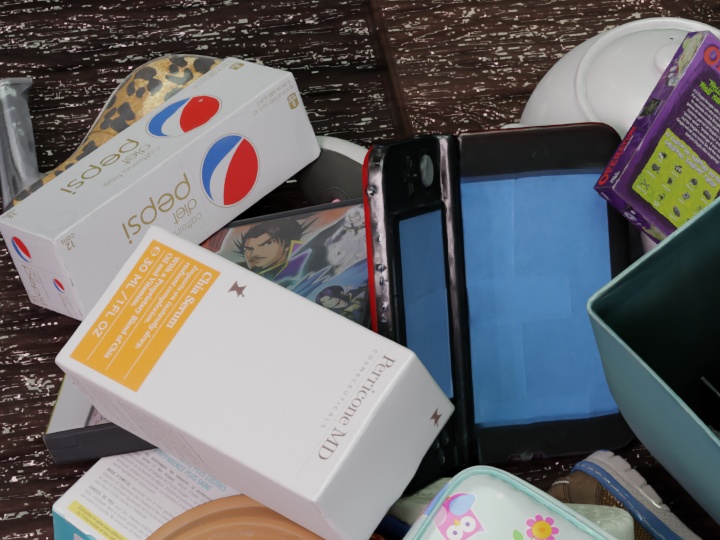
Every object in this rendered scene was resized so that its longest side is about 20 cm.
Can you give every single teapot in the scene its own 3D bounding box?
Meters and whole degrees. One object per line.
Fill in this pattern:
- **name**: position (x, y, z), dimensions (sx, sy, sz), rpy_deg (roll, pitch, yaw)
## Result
- **teapot**: position (0.195, -0.090, 1.842), dimensions (0.196, 0.146, 0.201), rpy_deg (15, 52, 7)

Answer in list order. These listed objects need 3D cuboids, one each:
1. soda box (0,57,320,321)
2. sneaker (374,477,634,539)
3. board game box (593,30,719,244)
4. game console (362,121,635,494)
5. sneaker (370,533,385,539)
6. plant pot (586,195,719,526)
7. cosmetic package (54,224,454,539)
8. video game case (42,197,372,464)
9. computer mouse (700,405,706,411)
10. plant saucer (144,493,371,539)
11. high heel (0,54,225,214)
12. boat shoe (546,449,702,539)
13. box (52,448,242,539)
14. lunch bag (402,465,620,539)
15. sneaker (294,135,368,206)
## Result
- **soda box**: position (-0.122, -0.052, 1.794), dimensions (0.200, 0.064, 0.068), rpy_deg (-38, 33, -27)
- **sneaker**: position (0.072, 0.183, 1.668), dimensions (0.199, 0.112, 0.077), rpy_deg (6, 10, 40)
- **board game box**: position (0.244, -0.038, 1.775), dimensions (0.200, 0.032, 0.120), rpy_deg (40, 77, -22)
- **game console**: position (0.084, 0.019, 1.702), dimensions (0.118, 0.172, 0.201), rpy_deg (-3, 95, 18)
- **sneaker**: position (0.023, 0.241, 1.636), dimensions (0.073, 0.077, 0.201), rpy_deg (-2, 57, -53)
- **plant pot**: position (0.231, 0.070, 1.679), dimensions (0.141, 0.200, 0.141), rpy_deg (-37, 63, -12)
- **cosmetic package**: position (-0.060, 0.063, 1.608), dimensions (0.199, 0.071, 0.102), rpy_deg (25, 72, 33)
- **video game case**: position (-0.078, 0.032, 1.732), dimensions (0.199, 0.026, 0.181), rpy_deg (-11, 36, 18)
- **computer mouse**: position (0.250, 0.045, 1.813), dimensions (0.199, 0.034, 0.059), rpy_deg (-18, 55, -18)
- **plant saucer**: position (-0.063, 0.221, 1.594), dimensions (0.199, 0.032, 0.202), rpy_deg (-5, 74, 19)
- **high heel**: position (-0.134, -0.061, 1.855), dimensions (0.199, 0.072, 0.143), rpy_deg (-7, 65, -12)
- **boat shoe**: position (0.174, 0.191, 1.680), dimensions (0.072, 0.072, 0.200), rpy_deg (-32, 51, -20)
- **box**: position (-0.087, 0.111, 1.728), dimensions (0.082, 0.049, 0.200), rpy_deg (34, 58, 21)
- **lunch bag**: position (0.098, 0.207, 1.534), dimensions (0.199, 0.077, 0.161), rpy_deg (34, 65, 2)
- **sneaker**: position (0.000, 0.000, 1.804), dimensions (0.099, 0.071, 0.200), rpy_deg (-29, 64, -29)
